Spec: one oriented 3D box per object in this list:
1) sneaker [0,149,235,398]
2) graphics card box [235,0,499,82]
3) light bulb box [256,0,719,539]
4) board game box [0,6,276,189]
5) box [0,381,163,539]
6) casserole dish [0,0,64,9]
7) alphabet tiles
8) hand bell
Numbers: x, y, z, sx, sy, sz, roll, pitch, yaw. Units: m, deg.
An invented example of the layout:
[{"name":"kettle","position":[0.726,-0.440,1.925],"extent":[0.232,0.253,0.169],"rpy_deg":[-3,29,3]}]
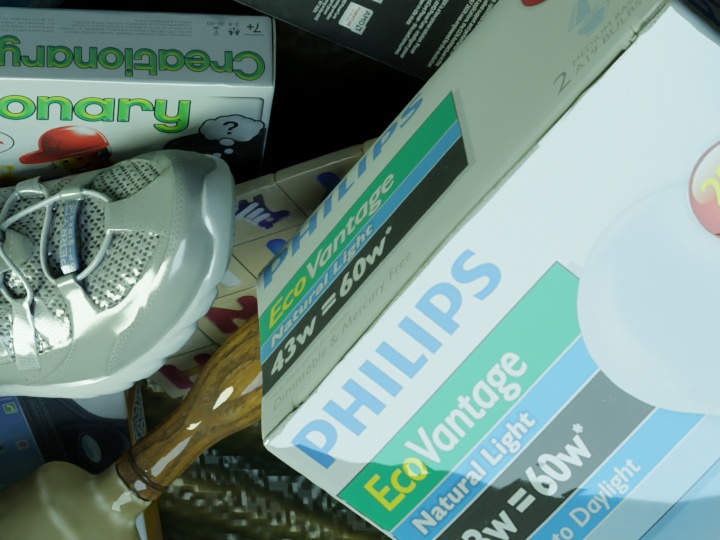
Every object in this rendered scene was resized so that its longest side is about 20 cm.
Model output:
[{"name":"sneaker","position":[-0.130,0.006,1.044],"extent":[0.199,0.075,0.082],"rpy_deg":[-22,147,32]},{"name":"graphics card box","position":[0.035,-0.127,1.026],"extent":[0.199,0.051,0.126],"rpy_deg":[21,127,-16]},{"name":"light bulb box","position":[0.101,0.016,0.981],"extent":[0.200,0.125,0.198],"rpy_deg":[36,109,-18]},{"name":"board game box","position":[-0.134,-0.045,1.069],"extent":[0.199,0.035,0.126],"rpy_deg":[1,148,-7]},{"name":"box","position":[-0.144,0.083,1.204],"extent":[0.118,0.042,0.201],"rpy_deg":[-3,126,4]},{"name":"casserole dish","position":[-0.186,-0.116,1.049],"extent":[0.199,0.039,0.121],"rpy_deg":[-13,127,13]},{"name":"alphabet tiles","position":[0.000,0.000,1.110],"extent":[0.199,0.008,0.167],"rpy_deg":[-18,152,15]},{"name":"hand bell","position":[-0.077,0.071,1.129],"extent":[0.200,0.104,0.104],"rpy_deg":[-42,117,16]}]
